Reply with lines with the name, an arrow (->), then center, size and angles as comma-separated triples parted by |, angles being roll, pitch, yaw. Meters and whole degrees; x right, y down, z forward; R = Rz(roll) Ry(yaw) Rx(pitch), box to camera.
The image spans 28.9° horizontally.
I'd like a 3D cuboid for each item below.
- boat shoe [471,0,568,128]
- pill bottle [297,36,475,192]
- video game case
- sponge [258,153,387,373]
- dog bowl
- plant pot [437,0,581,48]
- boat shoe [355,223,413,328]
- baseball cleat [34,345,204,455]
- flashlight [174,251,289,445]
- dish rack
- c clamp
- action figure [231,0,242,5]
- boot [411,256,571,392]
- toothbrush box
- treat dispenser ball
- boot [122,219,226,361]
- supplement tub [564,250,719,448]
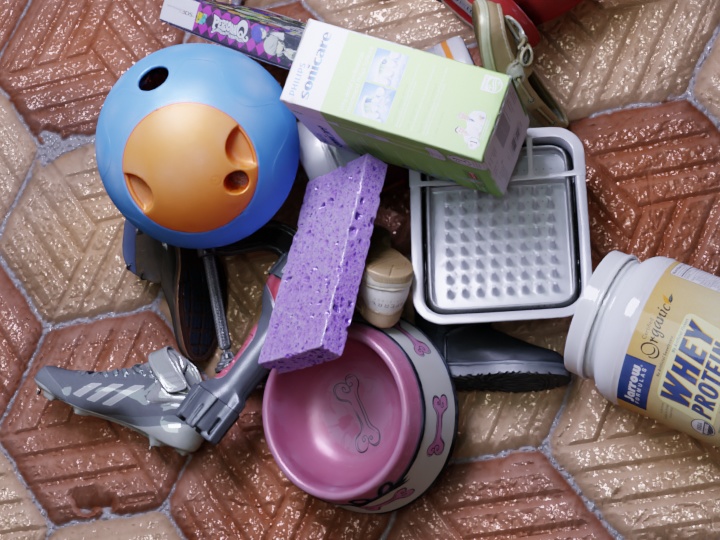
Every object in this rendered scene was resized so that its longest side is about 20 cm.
boat shoe -> 0.156, -0.196, 1.374 | 0.063, 0.201, 0.073 | -15, 51, 11
pill bottle -> 0.037, -0.149, 1.442 | 0.200, 0.114, 0.114 | -25, 67, 9
video game case -> -0.081, -0.243, 1.468 | 0.181, 0.200, 0.036 | 23, 104, 24
sponge -> -0.035, -0.005, 1.331 | 0.112, 0.030, 0.200 | -18, 52, 54
dog bowl -> -0.009, 0.137, 1.354 | 0.200, 0.074, 0.201 | -3, 84, 30
plant pot -> 0.158, -0.338, 1.420 | 0.200, 0.200, 0.183 | 41, 92, 25
boat shoe -> 0.000, 0.000, 1.392 | 0.074, 0.200, 0.069 | 3, 108, -13
baseball cleat -> -0.242, 0.118, 1.468 | 0.200, 0.070, 0.107 | 21, 94, 12
flashlight -> -0.109, 0.077, 1.402 | 0.068, 0.068, 0.200 | 37, 81, 4
dish rack -> 0.135, -0.038, 1.354 | 0.171, 0.044, 0.200 | -3, 66, 7
c clamp -> -0.125, 0.030, 1.452 | 0.171, 0.027, 0.200 | -15, 81, -10
action figure -> -0.189, -0.399, 1.607 | 0.200, 0.105, 0.194 | 17, 72, -3
boot -> 0.129, 0.017, 1.391 | 0.165, 0.066, 0.200 | -1, 68, 16
toothbrush box -> 0.045, -0.149, 1.305 | 0.200, 0.146, 0.086 | 17, 84, 17
treat dispenser ball -> -0.159, -0.122, 1.377 | 0.200, 0.201, 0.201 | -5, 71, 16
boot -> -0.203, 0.003, 1.511 | 0.097, 0.075, 0.200 | -12, 78, 40
supplement tub -> 0.300, 0.073, 1.268 | 0.200, 0.144, 0.145 | 22, 81, 23
